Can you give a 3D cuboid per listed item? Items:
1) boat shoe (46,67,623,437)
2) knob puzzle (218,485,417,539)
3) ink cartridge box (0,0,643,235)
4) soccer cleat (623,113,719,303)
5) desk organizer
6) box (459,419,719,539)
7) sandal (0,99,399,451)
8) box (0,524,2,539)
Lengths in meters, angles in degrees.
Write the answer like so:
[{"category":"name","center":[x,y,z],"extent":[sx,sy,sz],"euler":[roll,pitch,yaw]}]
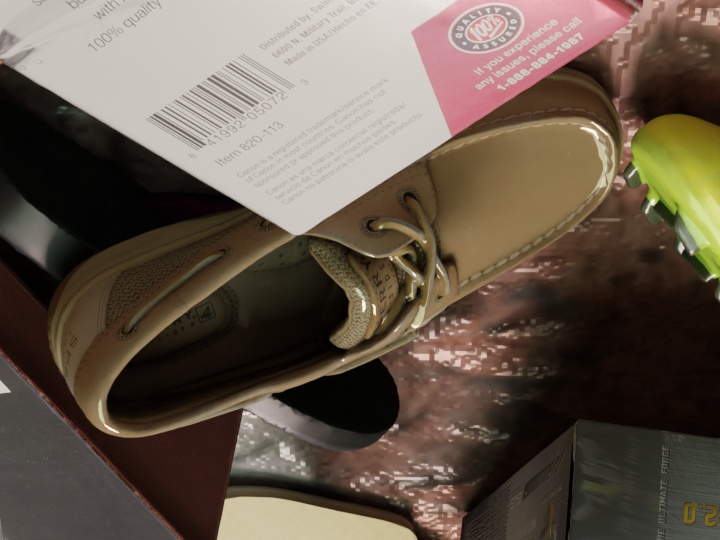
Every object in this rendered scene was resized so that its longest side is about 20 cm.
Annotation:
[{"category":"boat shoe","center":[0.000,0.000,0.881],"extent":[0.199,0.065,0.071],"euler":[-27,118,-6]},{"category":"knob puzzle","center":[-0.053,0.165,1.138],"extent":[0.218,0.030,0.221],"euler":[-4,114,-8]},{"category":"ink cartridge box","center":[-0.040,-0.112,0.772],"extent":[0.200,0.083,0.146],"euler":[31,134,-34]},{"category":"soccer cleat","center":[0.167,-0.005,0.942],"extent":[0.084,0.065,0.200],"euler":[-46,124,10]},{"category":"desk organizer","center":[-0.117,0.030,0.961],"extent":[0.071,0.077,0.200],"euler":[-7,143,25]},{"category":"box","center":[0.130,0.107,1.028],"extent":[0.158,0.049,0.200],"euler":[7,164,-8]},{"category":"sandal","center":[-0.048,0.001,0.937],"extent":[0.048,0.075,0.200],"euler":[-41,128,20]},{"category":"box","center":[-0.221,0.039,0.826],"extent":[0.199,0.153,0.106],"euler":[-23,154,28]}]
